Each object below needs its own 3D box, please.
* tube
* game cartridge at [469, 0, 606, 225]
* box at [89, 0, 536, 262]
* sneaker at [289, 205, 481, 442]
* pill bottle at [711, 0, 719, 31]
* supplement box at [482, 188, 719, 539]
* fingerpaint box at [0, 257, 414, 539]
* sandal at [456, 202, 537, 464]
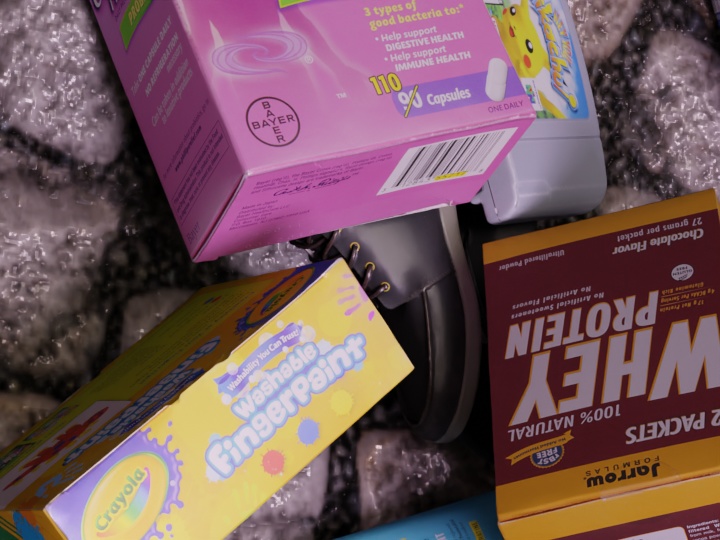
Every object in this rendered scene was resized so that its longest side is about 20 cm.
[{"bbox_3d":[0.003,0.175,1.274,0.199,0.050,0.078,-18,86,-24],"label":"tube"},{"bbox_3d":[0.084,-0.127,1.321,0.133,0.040,0.202,-7,80,-62],"label":"game cartridge"},{"bbox_3d":[-0.033,-0.128,1.216,0.175,0.097,0.201,-12,68,-28],"label":"box"},{"bbox_3d":[0.000,0.000,1.280,0.105,0.075,0.202,-3,76,-25],"label":"sneaker"},{"bbox_3d":[0.287,-0.125,1.426,0.110,0.111,0.202,-17,93,-29],"label":"pill bottle"},{"bbox_3d":[0.158,0.106,1.225,0.198,0.132,0.201,-90,162,-46],"label":"supplement box"},{"bbox_3d":[-0.096,0.087,1.156,0.200,0.167,0.074,-40,104,-27],"label":"fingerpaint box"},{"bbox_3d":[0.078,0.013,1.332,0.076,0.043,0.202,1,84,-29],"label":"sandal"}]
